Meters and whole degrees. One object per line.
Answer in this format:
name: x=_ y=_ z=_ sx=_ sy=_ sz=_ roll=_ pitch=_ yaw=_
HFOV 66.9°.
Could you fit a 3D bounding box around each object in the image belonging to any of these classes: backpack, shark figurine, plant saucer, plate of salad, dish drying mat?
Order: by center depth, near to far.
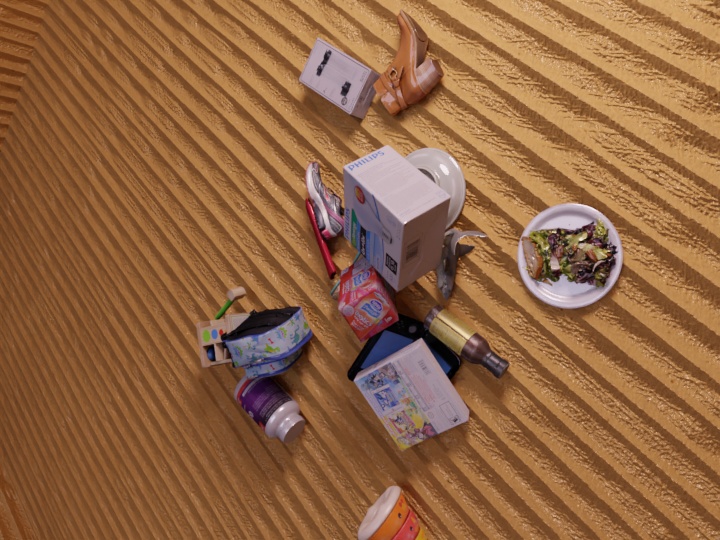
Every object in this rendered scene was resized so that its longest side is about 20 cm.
plate of salad: x=0.397 y=-0.028 z=1.052 sx=0.197 sy=0.048 sz=0.205 roll=0 pitch=90 yaw=34
shark figurine: x=0.207 y=-0.047 z=1.150 sx=0.088 sy=0.216 sz=0.130 roll=-6 pitch=58 yaw=-7
plant saucer: x=0.138 y=-0.176 z=1.227 sx=0.197 sy=0.050 sz=0.205 roll=1 pitch=91 yaw=35
dish drying mat: x=-0.101 y=-0.080 z=1.386 sx=0.018 sy=0.077 sz=0.203 roll=-18 pitch=77 yaw=-8
backpack: x=-0.225 y=0.180 z=1.407 sx=0.197 sy=0.183 sz=0.149 roll=-16 pitch=104 yaw=29

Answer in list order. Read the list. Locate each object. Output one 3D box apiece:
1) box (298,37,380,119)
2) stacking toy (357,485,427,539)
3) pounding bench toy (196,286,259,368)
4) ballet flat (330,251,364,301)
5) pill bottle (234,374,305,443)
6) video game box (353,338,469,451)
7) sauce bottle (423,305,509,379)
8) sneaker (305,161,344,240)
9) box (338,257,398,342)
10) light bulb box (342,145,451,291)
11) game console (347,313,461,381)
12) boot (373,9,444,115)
box: x=-0.051 y=-0.475 z=1.346 sx=0.199 sy=0.060 sz=0.118 roll=39 pitch=111 yaw=27
stacking toy: x=0.104 y=0.608 z=1.235 sx=0.199 sy=0.146 sz=0.147 roll=41 pitch=113 yaw=6
pounding bench toy: x=-0.374 y=0.158 z=1.535 sx=0.154 sy=0.123 sz=0.204 roll=-14 pitch=83 yaw=34
ballet flat: x=0.000 y=0.000 z=1.325 sx=0.065 sy=0.071 sz=0.201 roll=34 pitch=114 yaw=1
pill bottle: x=-0.239 y=0.362 z=1.451 sx=0.199 sy=0.112 sz=0.114 roll=38 pitch=110 yaw=28
video game box: x=0.112 y=0.276 z=1.197 sx=0.181 sy=0.047 sz=0.202 roll=-31 pitch=97 yaw=20
sauce bottle: x=0.225 y=0.154 z=1.161 sx=0.199 sy=0.064 sz=0.065 roll=39 pitch=111 yaw=28
sneaker: x=-0.086 y=-0.180 z=1.372 sx=0.073 sy=0.081 sz=0.203 roll=-20 pitch=79 yaw=5
box: x=0.017 y=0.053 z=1.205 sx=0.099 sy=0.201 sz=0.096 roll=-31 pitch=110 yaw=12
light bulb box: x=0.066 y=-0.108 z=1.116 sx=0.200 sy=0.124 sz=0.200 roll=46 pitch=152 yaw=32
game console: x=0.093 y=0.220 z=1.221 sx=0.202 sy=0.170 sz=0.119 roll=-58 pitch=30 yaw=19
boot: x=0.092 y=-0.474 z=1.251 sx=0.154 sy=0.076 sz=0.203 roll=-31 pitch=81 yaw=34
